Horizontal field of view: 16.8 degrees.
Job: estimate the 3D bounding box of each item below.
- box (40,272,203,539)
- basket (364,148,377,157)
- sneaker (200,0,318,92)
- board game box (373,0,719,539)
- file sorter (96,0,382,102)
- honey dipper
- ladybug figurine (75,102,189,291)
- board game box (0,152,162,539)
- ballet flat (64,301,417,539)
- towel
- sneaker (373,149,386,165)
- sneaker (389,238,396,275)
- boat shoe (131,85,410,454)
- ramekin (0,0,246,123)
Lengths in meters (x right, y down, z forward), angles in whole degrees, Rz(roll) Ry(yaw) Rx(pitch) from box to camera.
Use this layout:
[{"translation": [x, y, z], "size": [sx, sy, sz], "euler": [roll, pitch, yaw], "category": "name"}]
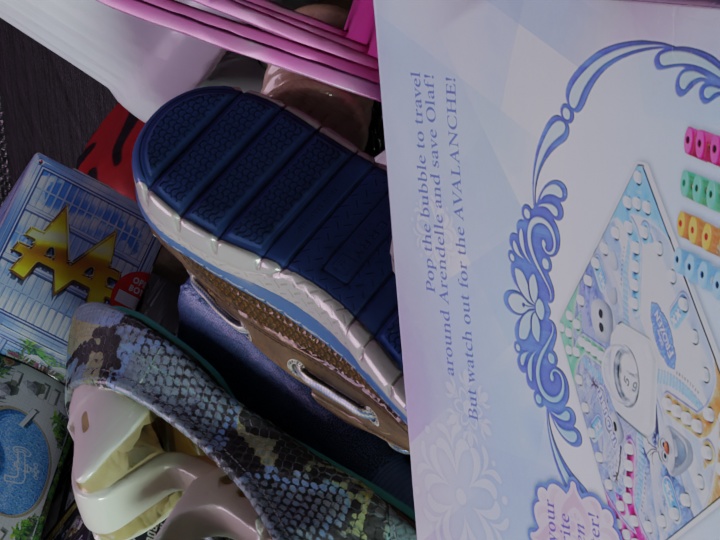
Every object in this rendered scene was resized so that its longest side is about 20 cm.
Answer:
[{"translation": [-0.117, 0.122, 0.934], "size": [0.200, 0.049, 0.162], "euler": [-54, 20, 37], "category": "box"}, {"translation": [-0.065, 0.024, 1.083], "size": [0.200, 0.142, 0.150], "euler": [-150, 52, -74], "category": "basket"}, {"translation": [-0.009, -0.098, 0.938], "size": [0.075, 0.081, 0.200], "euler": [47, -163, -18], "category": "sneaker"}, {"translation": [0.083, 0.040, 0.501], "size": [0.199, 0.043, 0.201], "euler": [14, 113, 52], "category": "board game box"}, {"translation": [-0.016, -0.128, 0.653], "size": [0.200, 0.125, 0.140], "euler": [-125, 55, -76], "category": "file sorter"}, {"translation": [-0.004, -0.109, 0.843], "size": [0.200, 0.038, 0.038], "euler": [-80, -6, -49], "category": "honey dipper"}, {"translation": [-0.068, -0.045, 1.026], "size": [0.072, 0.136, 0.200], "euler": [51, -164, -15], "category": "ladybug figurine"}, {"translation": [-0.149, 0.064, 0.931], "size": [0.200, 0.061, 0.200], "euler": [-54, 15, 37], "category": "board game box"}, {"translation": [-0.054, 0.070, 0.787], "size": [0.200, 0.074, 0.075], "euler": [28, 129, 45], "category": "ballet flat"}, {"translation": [0.016, 0.084, 0.816], "size": [0.200, 0.048, 0.112], "euler": [45, 152, 20], "category": "towel"}, {"translation": [0.000, 0.000, 0.870], "size": [0.200, 0.099, 0.078], "euler": [122, 138, -71], "category": "sneaker"}, {"translation": [0.045, -0.030, 0.664], "size": [0.200, 0.092, 0.076], "euler": [-116, 22, -54], "category": "sneaker"}, {"translation": [0.018, 0.017, 0.744], "size": [0.200, 0.072, 0.072], "euler": [38, 159, 22], "category": "boat shoe"}, {"translation": [-0.068, -0.162, 0.860], "size": [0.201, 0.097, 0.201], "euler": [-55, 16, 24], "category": "ramekin"}]
